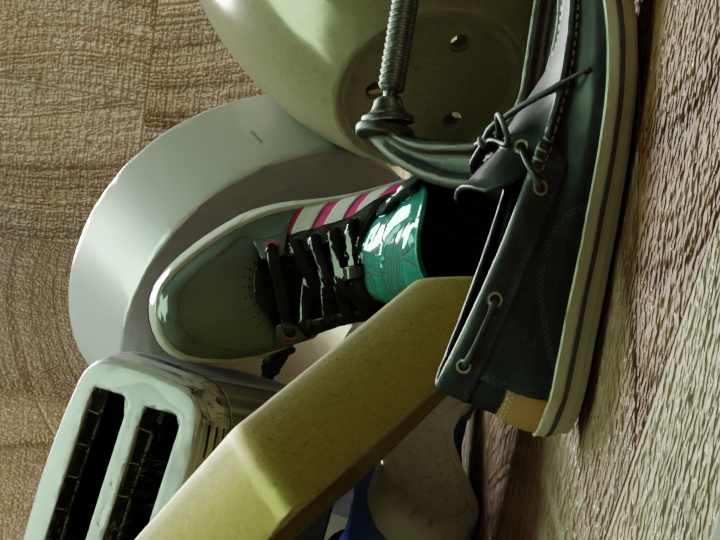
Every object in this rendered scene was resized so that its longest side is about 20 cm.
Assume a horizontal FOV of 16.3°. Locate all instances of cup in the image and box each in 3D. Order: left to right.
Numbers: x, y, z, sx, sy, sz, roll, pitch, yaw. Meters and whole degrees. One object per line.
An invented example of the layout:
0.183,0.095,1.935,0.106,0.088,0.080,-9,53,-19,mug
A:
0.020,-0.137,1.306,0.144,0.199,0.201,-108,22,-45,cup

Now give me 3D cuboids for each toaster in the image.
-0.091,0.122,1.297,0.129,0.113,0.201,20,-91,-57,toaster

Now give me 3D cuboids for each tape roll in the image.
-0.058,0.008,1.399,0.071,0.202,0.203,44,132,46,tape roll

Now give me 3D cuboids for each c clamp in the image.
0.043,-0.132,1.190,0.027,0.170,0.201,23,-112,-54,c clamp

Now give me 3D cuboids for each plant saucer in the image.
-0.028,0.086,1.155,0.200,0.048,0.200,-39,-6,-42,plant saucer

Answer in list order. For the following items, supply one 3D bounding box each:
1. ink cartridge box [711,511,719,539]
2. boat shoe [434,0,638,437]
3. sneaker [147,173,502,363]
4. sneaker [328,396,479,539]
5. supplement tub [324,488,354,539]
0.092,0.046,0.362,0.200,0.050,0.161,-81,1,-61,ink cartridge box
0.070,-0.037,0.987,0.075,0.062,0.201,107,174,-84,boat shoe
0.000,0.000,1.231,0.121,0.199,0.084,-178,69,-74,sneaker
0.017,0.121,1.360,0.200,0.076,0.112,-97,25,-59,sneaker
-0.026,0.136,1.521,0.200,0.145,0.146,-84,5,-60,supplement tub
